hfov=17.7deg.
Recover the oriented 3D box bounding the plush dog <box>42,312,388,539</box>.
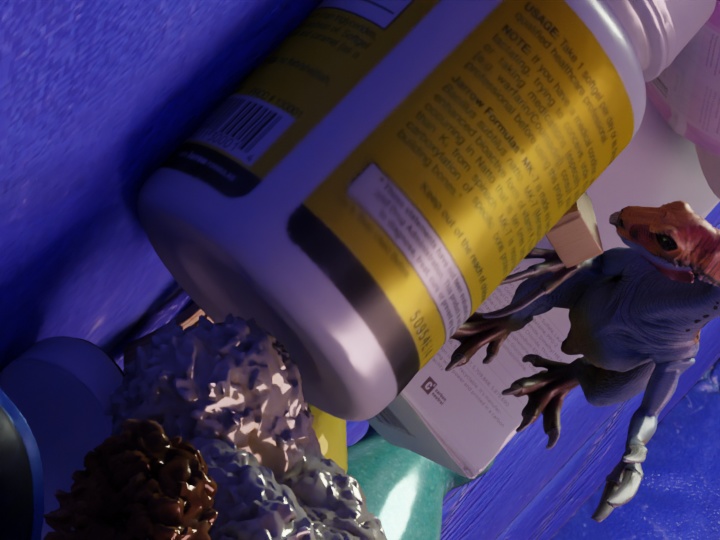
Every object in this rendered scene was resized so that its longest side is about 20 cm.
[{"bbox_3d":[-0.053,0.130,0.711,0.171,0.160,0.201,-7,117,-58],"label":"plush dog"}]

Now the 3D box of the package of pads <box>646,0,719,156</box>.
[{"bbox_3d":[0.170,-0.125,0.919,0.121,0.076,0.200,-46,167,-6],"label":"package of pads"}]

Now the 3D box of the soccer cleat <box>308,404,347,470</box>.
[{"bbox_3d":[-0.026,0.121,1.027,0.065,0.083,0.201,-65,176,-46],"label":"soccer cleat"}]

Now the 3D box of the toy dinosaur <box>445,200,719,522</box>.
[{"bbox_3d":[0.106,0.005,0.939,0.181,0.105,0.200,-31,-168,46],"label":"toy dinosaur"}]

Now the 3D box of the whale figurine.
[{"bbox_3d":[-0.002,0.138,1.170,0.200,0.159,0.104,-51,-177,-25],"label":"whale figurine"}]

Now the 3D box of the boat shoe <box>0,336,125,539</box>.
[{"bbox_3d":[-0.090,0.092,0.864,0.068,0.071,0.201,-46,146,-38],"label":"boat shoe"}]

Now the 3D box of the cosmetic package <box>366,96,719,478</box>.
[{"bbox_3d":[0.075,-0.006,1.111,0.200,0.081,0.113,-45,-160,-11],"label":"cosmetic package"}]

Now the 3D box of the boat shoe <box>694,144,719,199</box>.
[{"bbox_3d":[0.187,-0.126,1.077,0.063,0.073,0.203,73,18,-86],"label":"boat shoe"}]

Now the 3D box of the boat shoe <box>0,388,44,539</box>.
[{"bbox_3d":[-0.159,0.113,0.737,0.069,0.084,0.200,-30,155,-48],"label":"boat shoe"}]

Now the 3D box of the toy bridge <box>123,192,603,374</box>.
[{"bbox_3d":[0.000,0.000,0.887,0.199,0.067,0.027,-24,131,14],"label":"toy bridge"}]

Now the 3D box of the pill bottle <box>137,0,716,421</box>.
[{"bbox_3d":[0.027,-0.055,0.810,0.200,0.114,0.114,-46,167,-14],"label":"pill bottle"}]
